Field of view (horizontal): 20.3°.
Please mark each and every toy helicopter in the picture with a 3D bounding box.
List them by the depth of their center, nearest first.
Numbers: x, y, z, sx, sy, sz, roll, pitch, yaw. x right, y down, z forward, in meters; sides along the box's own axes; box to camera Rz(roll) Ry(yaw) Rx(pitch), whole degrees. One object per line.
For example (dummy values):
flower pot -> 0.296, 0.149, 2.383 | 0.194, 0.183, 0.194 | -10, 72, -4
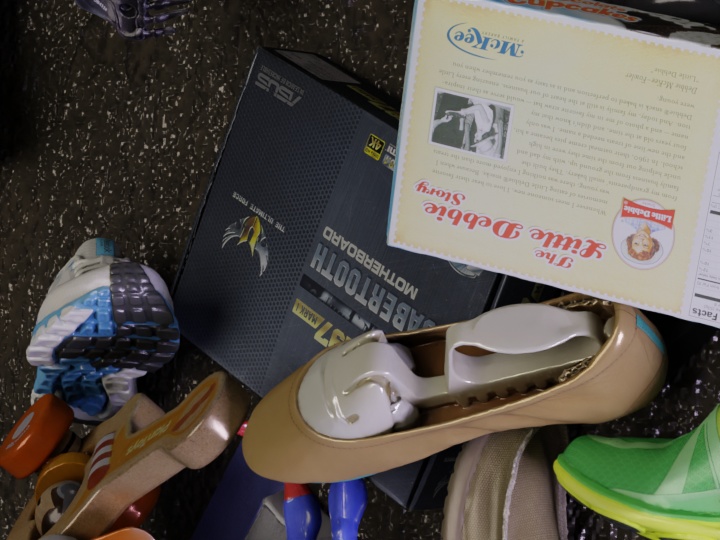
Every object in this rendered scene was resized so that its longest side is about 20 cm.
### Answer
toy helicopter -> -0.123, 0.107, 0.986 | 0.200, 0.079, 0.133 | -34, 21, 43

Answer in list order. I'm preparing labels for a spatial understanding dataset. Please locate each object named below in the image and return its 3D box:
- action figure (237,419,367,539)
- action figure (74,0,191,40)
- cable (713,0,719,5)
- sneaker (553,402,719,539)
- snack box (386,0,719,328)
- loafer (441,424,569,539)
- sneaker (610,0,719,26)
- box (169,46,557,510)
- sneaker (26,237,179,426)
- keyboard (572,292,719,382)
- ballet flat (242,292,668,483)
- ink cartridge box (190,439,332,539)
action figure -> -0.027, 0.162, 0.919 | 0.065, 0.099, 0.201 | -26, 76, 38
action figure -> -0.095, -0.200, 1.056 | 0.200, 0.101, 0.119 | -86, 2, -53
cable -> 0.214, -0.153, 0.765 | 0.199, 0.051, 0.164 | -9, 75, 13
sneaker -> 0.173, 0.078, 0.832 | 0.199, 0.074, 0.084 | -4, 70, 39
snack box -> 0.113, -0.045, 0.821 | 0.199, 0.037, 0.117 | 14, 114, 16
loafer -> 0.076, 0.155, 0.902 | 0.067, 0.076, 0.201 | 3, 85, 28
sneaker -> 0.122, -0.152, 0.879 | 0.200, 0.075, 0.114 | 36, 108, 35
box -> 0.000, 0.000, 0.988 | 0.200, 0.051, 0.158 | 35, 113, 38
sneaker -> -0.139, 0.018, 1.056 | 0.200, 0.075, 0.087 | 132, 142, -66
keyboard -> 0.176, -0.020, 0.862 | 0.200, 0.021, 0.127 | -50, 57, 27
ballet flat -> 0.033, 0.044, 0.880 | 0.199, 0.063, 0.069 | -14, 54, 13
ink cartridge box -> -0.054, 0.221, 1.027 | 0.200, 0.047, 0.198 | 41, 113, 33
